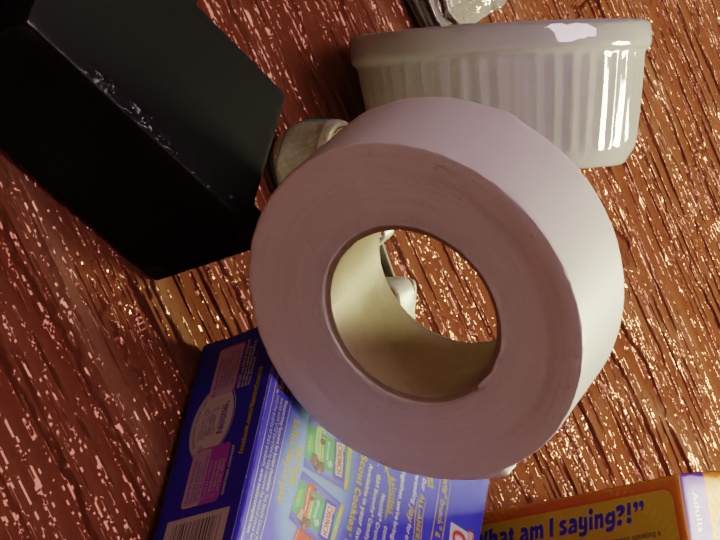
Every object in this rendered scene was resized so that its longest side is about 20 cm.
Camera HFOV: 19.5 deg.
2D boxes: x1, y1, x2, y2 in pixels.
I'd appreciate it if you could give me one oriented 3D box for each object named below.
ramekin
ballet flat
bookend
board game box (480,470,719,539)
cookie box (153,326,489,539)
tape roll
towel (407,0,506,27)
[{"bbox_3d":[0.094,-0.112,1.376,0.201,0.201,0.095,-8,95,-51],"label":"ramekin"},{"bbox_3d":[0.000,0.000,1.320,0.067,0.062,0.202,-32,102,-50],"label":"ballet flat"},{"bbox_3d":[-0.125,-0.139,1.194,0.199,0.092,0.201,42,46,-35],"label":"bookend"},{"bbox_3d":[0.190,0.243,1.353,0.199,0.199,0.202,3,74,-50],"label":"board game box"},{"bbox_3d":[-0.020,0.155,1.229,0.200,0.075,0.172,39,48,-34],"label":"cookie box"},{"bbox_3d":[0.041,0.011,1.143,0.204,0.201,0.071,63,34,-12],"label":"tape roll"},{"bbox_3d":[0.076,-0.259,1.528,0.200,0.034,0.133,-46,114,-48],"label":"towel"}]
